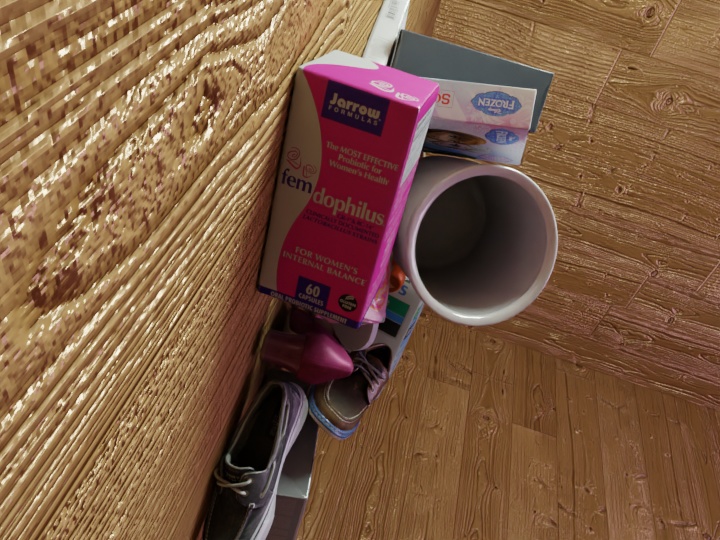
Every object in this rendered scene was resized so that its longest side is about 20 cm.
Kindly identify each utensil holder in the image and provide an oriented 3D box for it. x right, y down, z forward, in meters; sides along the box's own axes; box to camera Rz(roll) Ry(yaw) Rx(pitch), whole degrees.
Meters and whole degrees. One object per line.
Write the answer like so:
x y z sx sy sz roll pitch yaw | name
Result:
0.115 -0.050 0.713 0.200 0.167 0.173 -117 -137 -72 | utensil holder

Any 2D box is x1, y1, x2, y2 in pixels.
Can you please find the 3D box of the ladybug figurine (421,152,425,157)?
0.052 -0.146 0.884 0.202 0.071 0.137 -74 161 -47 | ladybug figurine

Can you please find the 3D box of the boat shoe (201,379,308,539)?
-0.118 0.204 0.608 0.071 0.071 0.203 53 51 -59 | boat shoe

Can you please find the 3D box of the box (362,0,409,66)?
0.022 -0.260 0.840 0.201 0.036 0.146 99 8 -64 | box

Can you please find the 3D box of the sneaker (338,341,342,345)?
-0.062 0.140 0.880 0.201 0.074 0.078 -103 -155 -56 | sneaker

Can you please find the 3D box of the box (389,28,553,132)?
0.137 -0.245 0.794 0.141 0.197 0.080 -67 174 -75 | box

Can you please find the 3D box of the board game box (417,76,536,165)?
0.091 -0.169 0.679 0.200 0.196 0.042 -1 101 -77 | board game box

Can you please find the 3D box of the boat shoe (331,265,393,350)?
-0.001 -0.001 0.744 0.068 0.073 0.203 15 60 -54 | boat shoe

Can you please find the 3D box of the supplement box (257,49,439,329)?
-0.012 -0.069 0.517 0.104 0.100 0.203 -58 165 -61 | supplement box

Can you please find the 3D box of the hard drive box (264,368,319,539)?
-0.104 0.251 0.764 0.202 0.075 0.158 106 -7 -47 | hard drive box

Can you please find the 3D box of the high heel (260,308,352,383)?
-0.051 0.093 0.691 0.200 0.094 0.069 -48 154 -84 | high heel

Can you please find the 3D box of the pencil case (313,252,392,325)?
-0.004 -0.041 0.660 0.087 0.086 0.204 78 18 -85 | pencil case

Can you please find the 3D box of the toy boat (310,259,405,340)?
0.000 0.000 0.838 0.131 0.128 0.204 97 5 -76 | toy boat

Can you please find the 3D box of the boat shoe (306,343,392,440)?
-0.006 0.131 0.724 0.073 0.072 0.200 -48 179 16 | boat shoe

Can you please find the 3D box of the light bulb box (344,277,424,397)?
0.035 0.074 1.029 0.203 0.123 0.198 -67 171 17 | light bulb box
